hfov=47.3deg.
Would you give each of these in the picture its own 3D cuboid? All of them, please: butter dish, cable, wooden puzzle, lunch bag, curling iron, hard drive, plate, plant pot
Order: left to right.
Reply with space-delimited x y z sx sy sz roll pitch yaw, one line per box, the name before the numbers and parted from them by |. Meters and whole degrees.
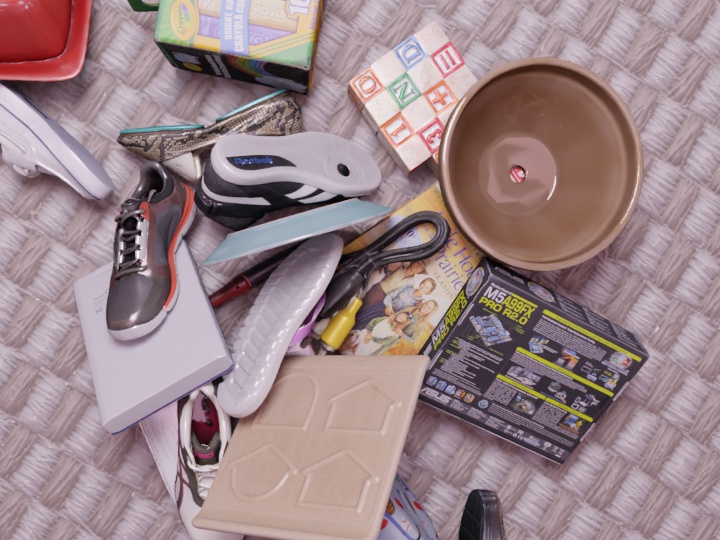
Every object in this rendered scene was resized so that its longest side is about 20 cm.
butter dish | -0.376 -0.304 0.810 0.198 0.148 0.202 1 72 -3
hard drive | -0.214 0.053 0.829 0.131 0.025 0.200 -29 47 -2
curling iron | -0.132 0.008 0.892 0.199 0.026 0.050 -23 129 -2
plate | -0.064 -0.042 0.813 0.198 0.200 0.026 -15 95 -2
wooden puzzle | -0.038 0.161 0.752 0.184 0.201 0.046 -3 134 30
cable | 0.000 0.000 0.851 0.200 0.050 0.097 -39 64 2
lunch bag | 0.016 0.246 0.830 0.075 0.160 0.201 -32 113 3
plant pot | 0.169 -0.101 0.819 0.199 0.093 0.203 0 91 -5

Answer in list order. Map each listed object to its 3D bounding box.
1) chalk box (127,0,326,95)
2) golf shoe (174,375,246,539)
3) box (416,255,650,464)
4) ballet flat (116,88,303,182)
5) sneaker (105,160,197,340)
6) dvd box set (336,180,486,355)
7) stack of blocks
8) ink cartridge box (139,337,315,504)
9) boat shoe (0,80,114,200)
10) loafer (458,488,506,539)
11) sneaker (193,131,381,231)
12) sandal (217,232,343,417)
chalk box | -0.139 -0.271 0.848 0.198 0.125 0.125 11 90 -4
golf shoe | -0.154 0.197 0.818 0.076 0.088 0.202 -6 91 -4
box | 0.171 0.098 0.856 0.199 0.044 0.161 25 112 -14
ballet flat | -0.156 -0.136 0.880 0.198 0.068 0.076 -15 100 -6
sneaker | -0.225 -0.027 0.824 0.076 0.082 0.201 -9 52 16
dvd box set | 0.047 0.017 0.874 0.199 0.029 0.147 -33 96 14
stack of blocks | 0.088 -0.149 0.891 0.115 0.059 0.201 -36 92 -2
ink cartridge box | -0.127 0.157 0.888 0.199 0.050 0.110 -23 91 -3
boat shoe | -0.348 -0.133 0.872 0.200 0.074 0.065 42 92 8
loafer | 0.152 0.332 0.895 0.072 0.073 0.202 -7 100 -11
sneaker | -0.084 -0.091 0.883 0.199 0.112 0.074 1 60 -34
sandal | -0.074 0.054 0.808 0.050 0.082 0.204 42 73 -38
